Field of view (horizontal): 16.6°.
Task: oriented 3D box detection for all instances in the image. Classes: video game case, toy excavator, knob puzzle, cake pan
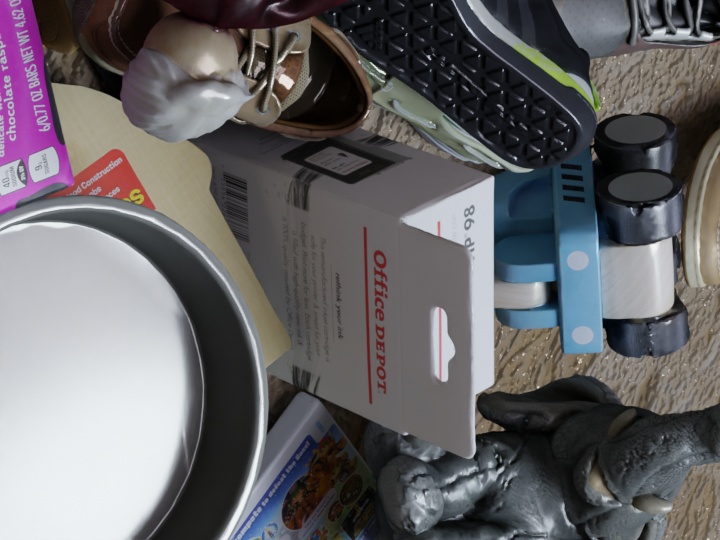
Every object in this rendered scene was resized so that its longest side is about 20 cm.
[{"bbox_3d":[-0.031,0.176,1.374,0.143,0.018,0.200,-53,141,-17],"label":"video game case"},{"bbox_3d":[0.081,0.002,1.371,0.195,0.200,0.100,-84,169,-59],"label":"toy excavator"},{"bbox_3d":[-0.148,0.002,1.123,0.220,0.030,0.220,-1,92,-32],"label":"knob puzzle"},{"bbox_3d":[-0.133,0.065,1.087,0.200,0.037,0.200,-5,98,-35],"label":"cake pan"}]

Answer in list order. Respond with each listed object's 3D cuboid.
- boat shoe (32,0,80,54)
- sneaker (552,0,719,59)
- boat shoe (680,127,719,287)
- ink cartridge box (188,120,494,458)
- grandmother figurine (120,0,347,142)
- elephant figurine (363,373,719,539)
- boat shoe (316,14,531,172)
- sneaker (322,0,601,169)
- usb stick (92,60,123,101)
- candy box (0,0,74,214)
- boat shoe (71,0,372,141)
[{"bbox_3d":[-0.137,-0.188,1.051,0.069,0.071,0.200,-42,144,-28],"label":"boat shoe"},{"bbox_3d":[0.167,-0.152,1.326,0.200,0.082,0.077,-24,126,-40],"label":"sneaker"},{"bbox_3d":[0.250,-0.056,1.505,0.200,0.069,0.074,-54,143,-46],"label":"boat shoe"},{"bbox_3d":[0.000,0.000,1.187,0.067,0.200,0.116,-27,126,-40],"label":"ink cartridge box"},{"bbox_3d":[-0.047,-0.146,1.025,0.121,0.061,0.200,19,102,-12],"label":"grandmother figurine"},{"bbox_3d":[0.111,0.115,1.312,0.200,0.155,0.142,-17,125,-5],"label":"elephant figurine"},{"bbox_3d":[0.034,-0.110,1.281,0.200,0.062,0.072,31,84,-49],"label":"boat shoe"},{"bbox_3d":[0.046,-0.131,1.224,0.200,0.072,0.083,44,40,-27],"label":"sneaker"},{"bbox_3d":[-0.053,-0.156,1.187,0.200,0.033,0.055,-48,145,-22],"label":"usb stick"},{"bbox_3d":[-0.221,-0.068,0.995,0.200,0.061,0.136,-26,112,-38],"label":"candy box"},{"bbox_3d":[-0.054,-0.104,1.119,0.200,0.072,0.076,11,106,-61],"label":"boat shoe"}]
